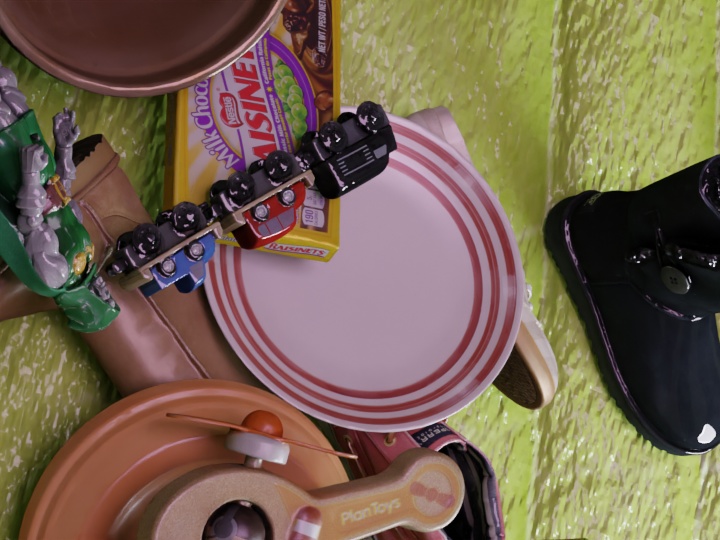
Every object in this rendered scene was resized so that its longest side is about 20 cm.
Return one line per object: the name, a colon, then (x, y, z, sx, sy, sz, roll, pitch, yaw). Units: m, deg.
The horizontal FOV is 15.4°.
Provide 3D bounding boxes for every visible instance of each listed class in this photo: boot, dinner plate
boot: (0.217, 0.026, 1.658, 0.076, 0.168, 0.201, -37, 105, -32)
dinner plate: (0.000, 0.000, 1.543, 0.199, 0.024, 0.201, 7, 67, -17)
boot: (-0.137, 0.047, 1.476, 0.175, 0.066, 0.200, -45, 109, -32)

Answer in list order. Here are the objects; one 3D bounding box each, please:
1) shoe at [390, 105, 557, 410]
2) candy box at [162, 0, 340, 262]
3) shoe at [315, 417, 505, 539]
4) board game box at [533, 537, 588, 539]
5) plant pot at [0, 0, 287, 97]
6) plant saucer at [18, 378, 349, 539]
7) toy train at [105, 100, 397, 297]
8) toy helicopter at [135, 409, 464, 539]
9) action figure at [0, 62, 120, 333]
shoe: (0.074, -0.008, 1.624, 0.053, 0.070, 0.200, -34, 101, -24)
candy box: (-0.061, -0.107, 1.534, 0.102, 0.026, 0.201, 8, 65, -18)
shoe: (0.022, 0.088, 1.564, 0.071, 0.091, 0.201, -24, 97, -34)
board game box: (0.053, 0.236, 1.559, 0.200, 0.101, 0.048, -40, 106, -31)
plant pot: (-0.136, -0.202, 1.476, 0.200, 0.093, 0.202, -7, 106, -25)
plant saucer: (-0.090, 0.161, 1.469, 0.199, 0.037, 0.201, -5, 104, -22)
toy train: (-0.057, -0.036, 1.472, 0.200, 0.034, 0.046, -30, 94, -31)
toy helicopter: (-0.032, 0.128, 1.438, 0.199, 0.079, 0.133, -14, 99, -30)
action figure: (-0.178, -0.058, 1.384, 0.118, 0.055, 0.201, -61, 129, -70)
